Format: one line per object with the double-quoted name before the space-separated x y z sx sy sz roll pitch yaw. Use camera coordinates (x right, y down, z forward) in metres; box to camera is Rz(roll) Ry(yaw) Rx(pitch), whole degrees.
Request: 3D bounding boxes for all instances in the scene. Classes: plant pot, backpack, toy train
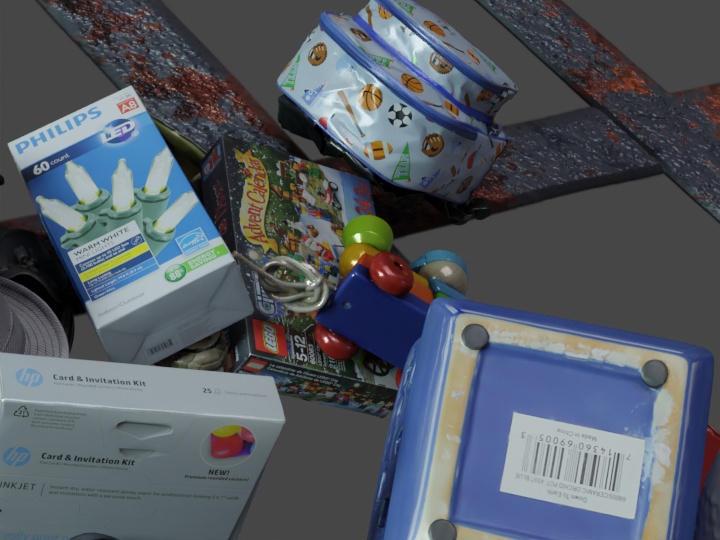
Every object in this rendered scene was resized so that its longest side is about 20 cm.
"plant pot" 0.108 0.133 1.039 0.198 0.180 0.202 11 68 3
"backpack" 0.029 -0.141 1.433 0.199 0.155 0.190 35 19 18
"toy train" 0.000 0.000 1.227 0.199 0.085 0.116 30 30 -19

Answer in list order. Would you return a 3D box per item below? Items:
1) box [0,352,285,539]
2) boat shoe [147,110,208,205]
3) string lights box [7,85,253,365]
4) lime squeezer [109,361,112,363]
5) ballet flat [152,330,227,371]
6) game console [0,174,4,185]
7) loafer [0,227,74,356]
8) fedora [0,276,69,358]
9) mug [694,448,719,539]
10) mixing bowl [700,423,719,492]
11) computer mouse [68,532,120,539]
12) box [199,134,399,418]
"box" -0.144 0.139 0.958 0.154 0.201 0.041 6 37 -22
"boat shoe" -0.120 -0.058 1.342 0.199 0.065 0.073 31 34 9
"string lights box" -0.161 -0.030 1.198 0.102 0.059 0.200 -26 50 -9
"lime squeezer" -0.160 0.105 1.147 0.071 0.038 0.201 38 21 -39
"ballet flat" -0.156 0.007 1.229 0.067 0.047 0.200 -7 35 -35
"game console" -0.341 -0.037 1.095 0.198 0.177 0.117 9 38 -21
"loafer" -0.222 0.032 1.170 0.071 0.063 0.201 9 38 -19
"fedora" -0.284 0.029 1.061 0.198 0.091 0.177 14 43 22
"mug" 0.263 0.174 1.049 0.146 0.177 0.200 -8 16 -4
"mixing bowl" 0.198 0.161 1.204 0.198 0.109 0.201 16 36 -12
"computer mouse" -0.113 0.222 0.944 0.200 0.052 0.139 47 31 -30
"box" -0.043 0.003 1.275 0.136 0.038 0.201 16 47 -32
